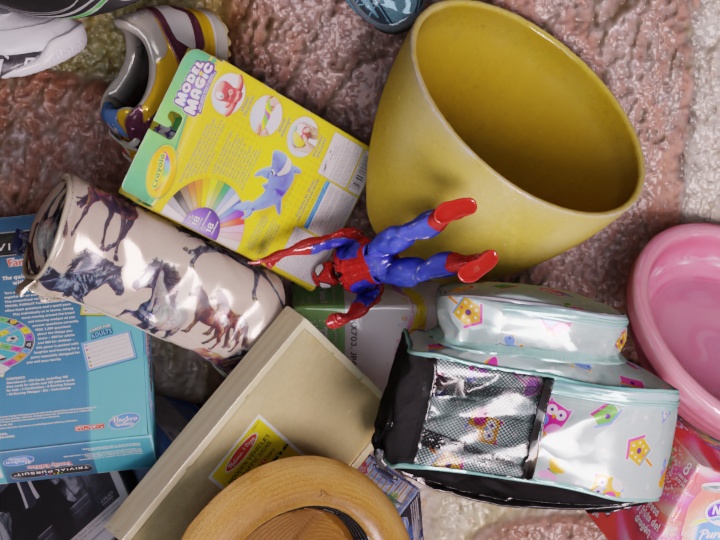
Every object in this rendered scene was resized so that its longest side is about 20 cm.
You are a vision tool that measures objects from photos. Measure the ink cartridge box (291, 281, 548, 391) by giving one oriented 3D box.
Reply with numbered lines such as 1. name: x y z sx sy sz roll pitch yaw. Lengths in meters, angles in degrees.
1. ink cartridge box: 0.048 0.072 1.758 0.198 0.067 0.118 -1 105 -2

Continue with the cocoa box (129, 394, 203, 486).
1. cocoa box: -0.147 0.210 1.733 0.131 0.133 0.201 16 107 -37

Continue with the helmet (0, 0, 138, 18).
1. helmet: -0.206 -0.263 1.588 0.190 0.200 0.201 -3 110 36

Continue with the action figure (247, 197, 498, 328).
1. action figure: 0.000 0.000 1.609 0.099 0.200 0.066 -23 94 -27

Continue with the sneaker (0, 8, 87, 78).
1. sneaker: -0.296 -0.198 1.662 0.198 0.075 0.116 -1 109 1

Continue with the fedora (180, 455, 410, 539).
1. fedora: -0.059 0.222 1.602 0.199 0.082 0.202 1 88 -29

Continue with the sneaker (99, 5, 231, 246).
1. sneaker: -0.149 -0.090 1.686 0.090 0.075 0.202 -5 100 -38

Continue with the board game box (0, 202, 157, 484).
1. board game box: -0.226 0.052 1.682 0.150 0.201 0.047 -6 146 -1

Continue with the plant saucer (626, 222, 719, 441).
1. plant saucer: 0.278 0.057 1.713 0.199 0.201 0.051 25 133 -9

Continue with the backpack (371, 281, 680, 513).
1. backpack: 0.121 0.088 1.600 0.199 0.176 0.154 18 91 -1

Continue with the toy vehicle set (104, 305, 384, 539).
1. toy vehicle set: -0.072 0.139 1.643 0.200 0.026 0.124 -50 127 -7

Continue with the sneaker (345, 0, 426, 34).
1. sneaker: 0.007 -0.261 1.648 0.079 0.096 0.201 -10 106 1

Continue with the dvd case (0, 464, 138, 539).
1. dvd case: -0.239 0.155 1.707 0.150 0.201 0.025 -41 139 13

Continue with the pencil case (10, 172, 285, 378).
1. pencil case: -0.143 0.010 1.631 0.199 0.078 0.090 26 97 -27

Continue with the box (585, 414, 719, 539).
1. box: 0.226 0.152 1.712 0.102 0.200 0.095 22 104 -23

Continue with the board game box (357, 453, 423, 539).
1. board game box: -0.035 0.266 1.728 0.062 0.201 0.200 32 61 26

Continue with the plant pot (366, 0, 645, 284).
1. plant pot: 0.082 -0.072 1.671 0.199 0.201 0.142 33 126 -11

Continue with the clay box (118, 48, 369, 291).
1. clay box: -0.086 -0.075 1.659 0.199 0.047 0.116 29 87 -42
